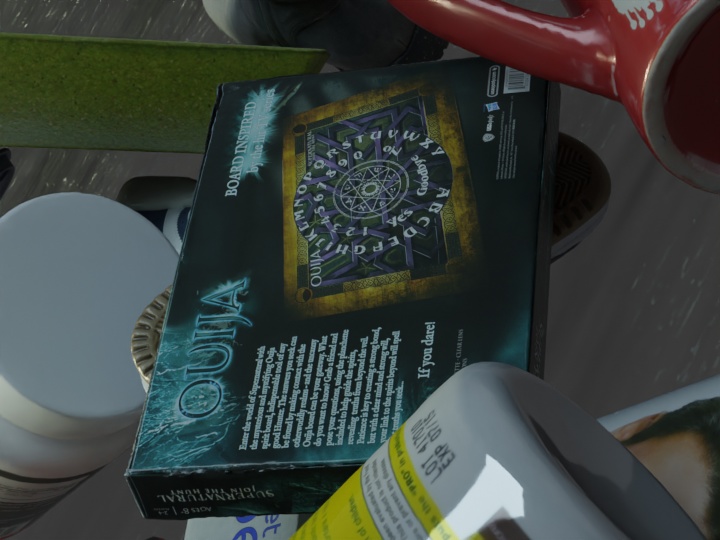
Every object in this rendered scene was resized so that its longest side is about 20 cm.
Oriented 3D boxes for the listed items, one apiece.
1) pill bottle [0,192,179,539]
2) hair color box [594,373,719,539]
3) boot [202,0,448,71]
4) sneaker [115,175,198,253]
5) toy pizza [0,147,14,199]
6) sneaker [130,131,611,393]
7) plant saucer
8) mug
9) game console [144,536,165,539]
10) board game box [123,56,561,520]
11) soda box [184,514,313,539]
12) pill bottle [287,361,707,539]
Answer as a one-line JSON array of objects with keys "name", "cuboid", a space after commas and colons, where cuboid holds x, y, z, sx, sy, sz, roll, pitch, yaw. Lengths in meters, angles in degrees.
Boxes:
[{"name": "pill bottle", "cuboid": [-0.150, 0.044, 0.880, 0.200, 0.114, 0.114, -38, 32, 57]}, {"name": "hair color box", "cuboid": [0.070, 0.109, 0.658, 0.200, 0.061, 0.099, -24, 45, 36]}, {"name": "boot", "cuboid": [-0.051, -0.153, 0.961, 0.200, 0.132, 0.070, 24, 81, 55]}, {"name": "sneaker", "cuboid": [-0.050, 0.002, 0.892, 0.200, 0.075, 0.085, -8, 62, 54]}, {"name": "toy pizza", "cuboid": [-0.235, 0.016, 0.954, 0.200, 0.032, 0.200, -51, 5, 6]}, {"name": "sneaker", "cuboid": [0.008, 0.020, 0.804, 0.200, 0.109, 0.070, -26, 55, -13]}, {"name": "plant saucer", "cuboid": [-0.130, -0.080, 0.929, 0.200, 0.200, 0.048, -162, 74, -77]}, {"name": "mug", "cuboid": [0.108, -0.118, 0.750, 0.177, 0.133, 0.200, -38, 42, 18]}, {"name": "game console", "cuboid": [-0.166, 0.179, 0.802, 0.200, 0.031, 0.177, -36, -7, 5]}, {"name": "board game box", "cuboid": [0.000, 0.000, 0.721, 0.135, 0.028, 0.200, -4, 45, 14]}, {"name": "soda box", "cuboid": [-0.032, 0.166, 0.729, 0.068, 0.063, 0.200, -23, 46, 38]}, {"name": "pill bottle", "cuboid": [0.004, 0.129, 0.572, 0.200, 0.109, 0.109, -46, 35, 12]}]
